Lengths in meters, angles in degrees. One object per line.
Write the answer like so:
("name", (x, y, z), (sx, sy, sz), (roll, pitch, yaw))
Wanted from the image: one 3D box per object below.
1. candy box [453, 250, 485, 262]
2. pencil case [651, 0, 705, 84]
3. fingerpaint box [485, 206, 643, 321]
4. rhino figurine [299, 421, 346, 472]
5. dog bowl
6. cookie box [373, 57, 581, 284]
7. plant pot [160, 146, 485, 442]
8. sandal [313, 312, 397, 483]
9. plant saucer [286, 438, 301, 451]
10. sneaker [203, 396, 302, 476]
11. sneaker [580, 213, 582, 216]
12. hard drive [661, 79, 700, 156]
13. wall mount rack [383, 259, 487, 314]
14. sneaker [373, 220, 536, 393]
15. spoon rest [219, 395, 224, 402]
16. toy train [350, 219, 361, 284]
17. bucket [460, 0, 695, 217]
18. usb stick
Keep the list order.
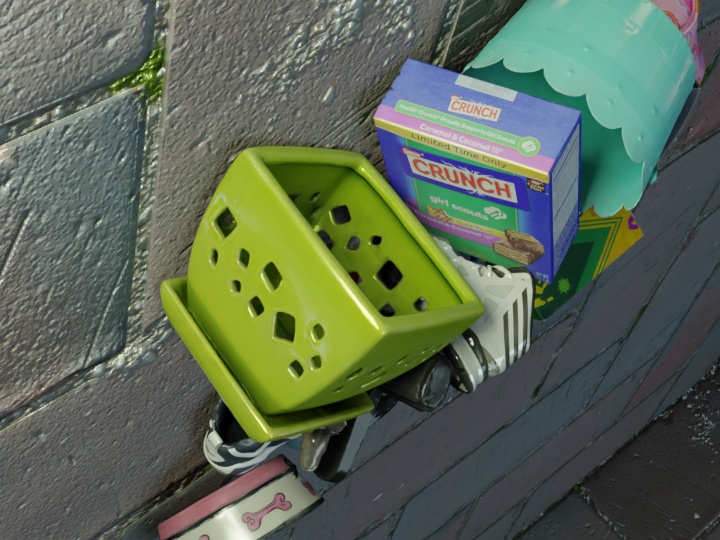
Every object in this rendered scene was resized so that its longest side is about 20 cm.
("candy box", (0.164, -0.113, 1.349), (0.169, 0.077, 0.201), (-38, 158, -20))
("pencil case", (0.349, -0.261, 1.421), (0.087, 0.087, 0.200), (-46, 159, 2))
("fingerpaint box", (0.207, -0.021, 1.467), (0.166, 0.074, 0.200), (-38, -167, -17))
("rhino figurine", (-0.036, 0.127, 1.255), (0.088, 0.059, 0.202), (-82, -178, -57))
("dog bowl", (-0.143, 0.281, 1.418), (0.199, 0.074, 0.200), (-29, 175, -3))
("cookie box", (0.112, -0.088, 1.148), (0.076, 0.169, 0.201), (-61, 159, -22))
("plant pot", (-0.043, 0.027, 1.076), (0.182, 0.200, 0.199), (-48, 160, 25))
("sandal", (0.008, 0.135, 1.333), (0.048, 0.075, 0.202), (18, 106, -36))
("plant saucer", (-0.012, 0.162, 1.583), (0.200, 0.027, 0.201), (-38, 157, -20))
("sneaker", (-0.087, 0.136, 1.326), (0.198, 0.080, 0.130), (-31, 165, -8))
("sneaker", (0.214, -0.069, 1.318), (0.199, 0.072, 0.072), (-30, 153, -36))
("hard drive", (0.306, -0.175, 1.448), (0.133, 0.043, 0.200), (-2, 158, -4))
("wall mount rack", (0.059, 0.059, 1.384), (0.172, 0.075, 0.201), (-13, 148, -13))
("sneaker", (0.094, 0.006, 1.184), (0.114, 0.202, 0.076), (-27, 168, -17))
("spoon rest", (-0.086, 0.067, 1.260), (0.200, 0.060, 0.100), (-39, 163, -52))
("toy train", (0.000, 0.000, 1.263), (0.046, 0.034, 0.202), (-25, 137, -42))
("bucket", (0.203, -0.165, 1.159), (0.135, 0.206, 0.208), (-53, 161, -19))
("usb stick", (0.035, 0.095, 1.207), (0.056, 0.032, 0.200), (-68, -160, -3))
